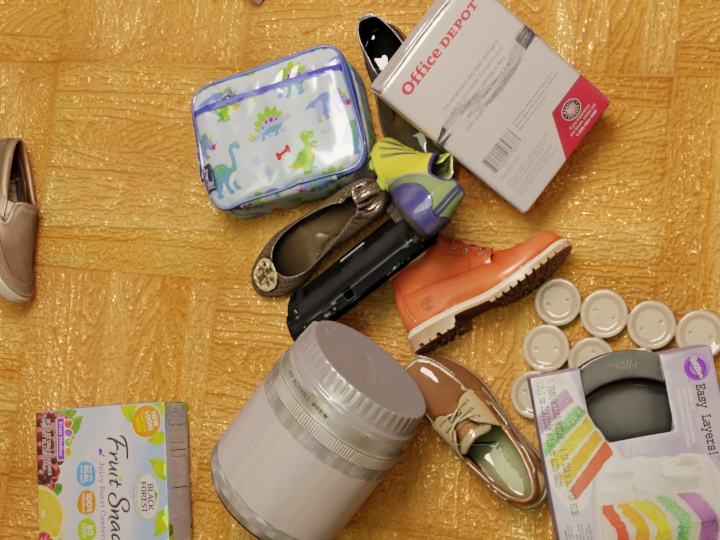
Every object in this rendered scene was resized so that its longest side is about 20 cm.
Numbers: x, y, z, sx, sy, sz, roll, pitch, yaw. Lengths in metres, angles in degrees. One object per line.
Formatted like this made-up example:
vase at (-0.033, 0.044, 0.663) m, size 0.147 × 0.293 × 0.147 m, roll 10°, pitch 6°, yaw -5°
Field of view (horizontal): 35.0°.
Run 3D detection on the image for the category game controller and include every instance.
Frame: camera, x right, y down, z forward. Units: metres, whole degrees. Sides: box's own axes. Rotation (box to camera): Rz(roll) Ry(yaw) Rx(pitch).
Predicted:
game controller at (0.000, 0.000, 1.226) m, size 0.199 × 0.104 × 0.042 m, roll -38°, pitch 103°, yaw 10°

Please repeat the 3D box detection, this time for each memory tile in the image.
memory tile at (0.263, 0.100, 1.175) m, size 0.198 × 0.017 × 0.155 m, roll 14°, pitch 88°, yaw 17°

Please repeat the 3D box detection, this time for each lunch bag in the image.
lunch bag at (-0.087, -0.155, 1.277) m, size 0.197 × 0.082 × 0.163 m, roll -14°, pitch 77°, yaw 14°

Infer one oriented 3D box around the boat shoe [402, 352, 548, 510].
boat shoe at (0.120, 0.163, 1.180) m, size 0.200 × 0.074 × 0.076 m, roll 43°, pitch 96°, yaw 16°

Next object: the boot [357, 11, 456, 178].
boot at (0.043, -0.183, 1.230) m, size 0.074 × 0.097 × 0.202 m, roll -25°, pitch 77°, yaw 11°

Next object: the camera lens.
camera lens at (-0.047, 0.174, 1.170) m, size 0.160 × 0.160 × 0.201 m, roll 43°, pitch 107°, yaw 17°

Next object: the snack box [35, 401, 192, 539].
snack box at (-0.278, 0.254, 1.293) m, size 0.166 × 0.068 × 0.203 m, roll -5°, pitch 83°, yaw 16°

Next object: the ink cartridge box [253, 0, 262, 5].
ink cartridge box at (-0.159, -0.416, 1.350) m, size 0.200 × 0.039 × 0.100 m, roll 44°, pitch 98°, yaw 17°

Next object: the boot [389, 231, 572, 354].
boot at (0.121, -0.005, 1.203) m, size 0.198 × 0.075 × 0.108 m, roll -29°, pitch 72°, yaw 13°

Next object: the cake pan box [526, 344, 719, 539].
cake pan box at (0.268, 0.178, 1.119) m, size 0.182 × 0.052 × 0.203 m, roll -9°, pitch 87°, yaw 3°

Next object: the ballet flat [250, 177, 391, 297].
ballet flat at (-0.050, -0.036, 1.256) m, size 0.199 × 0.046 × 0.068 m, roll -34°, pitch 79°, yaw 22°

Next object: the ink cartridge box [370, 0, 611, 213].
ink cartridge box at (0.129, -0.180, 1.165) m, size 0.199 × 0.083 × 0.146 m, roll 37°, pitch 96°, yaw -15°

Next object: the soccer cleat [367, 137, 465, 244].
soccer cleat at (0.060, -0.094, 1.159) m, size 0.084 × 0.201 × 0.065 m, roll -40°, pitch 115°, yaw 10°

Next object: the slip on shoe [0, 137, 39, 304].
slip on shoe at (-0.415, -0.063, 1.369) m, size 0.060 × 0.076 × 0.203 m, roll -19°, pitch 71°, yaw 20°
